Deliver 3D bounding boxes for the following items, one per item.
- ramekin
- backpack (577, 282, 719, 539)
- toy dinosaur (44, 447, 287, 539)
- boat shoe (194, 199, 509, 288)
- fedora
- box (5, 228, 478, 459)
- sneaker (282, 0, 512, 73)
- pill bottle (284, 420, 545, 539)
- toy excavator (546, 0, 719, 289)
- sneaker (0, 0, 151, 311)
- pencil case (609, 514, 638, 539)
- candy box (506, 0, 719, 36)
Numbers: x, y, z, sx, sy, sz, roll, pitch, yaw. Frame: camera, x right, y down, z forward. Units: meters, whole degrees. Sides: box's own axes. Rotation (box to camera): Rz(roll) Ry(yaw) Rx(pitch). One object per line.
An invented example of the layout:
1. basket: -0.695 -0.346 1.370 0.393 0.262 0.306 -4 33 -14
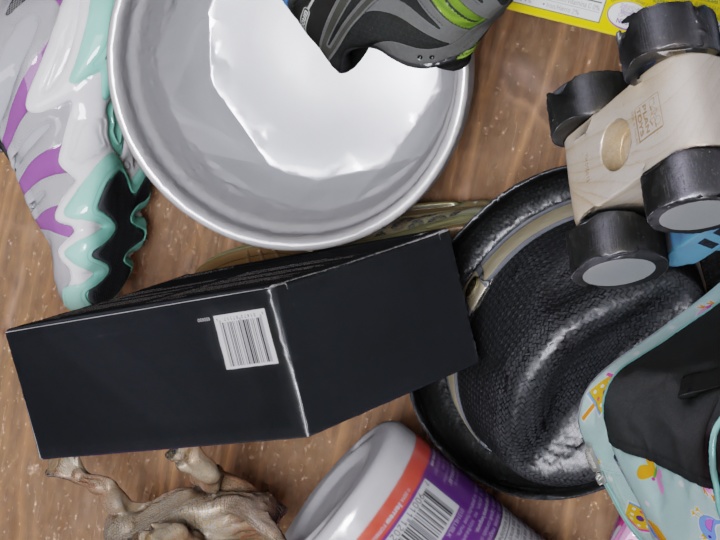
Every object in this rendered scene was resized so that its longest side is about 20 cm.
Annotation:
1. ramekin: -0.029 -0.117 0.916 0.200 0.105 0.201 3 102 13
2. backpack: 0.212 0.100 0.787 0.176 0.153 0.200 -34 109 -21
3. toy dinosaur: -0.095 0.154 0.956 0.200 0.135 0.086 -18 55 35
4. boat shoe: 0.000 0.000 0.964 0.200 0.063 0.073 -6 115 20
5. fedora: 0.123 0.046 0.876 0.200 0.092 0.201 -2 109 -5
6. box: -0.063 0.039 0.862 0.200 0.141 0.079 -9 98 41
7. sneaker: 0.050 -0.140 0.787 0.199 0.071 0.083 -10 117 40
8. pill bottle: 0.059 0.185 0.913 0.200 0.111 0.111 40 104 -7
9. toy excavator: 0.215 -0.064 0.784 0.194 0.200 0.100 -41 50 55
10. sneaker: -0.201 -0.076 0.993 0.140 0.078 0.200 2 85 18
11. pencil case: 0.228 0.182 0.890 0.200 0.087 0.088 28 101 12
12. candy box: 0.165 -0.157 0.810 0.200 0.026 0.102 14 118 -4
